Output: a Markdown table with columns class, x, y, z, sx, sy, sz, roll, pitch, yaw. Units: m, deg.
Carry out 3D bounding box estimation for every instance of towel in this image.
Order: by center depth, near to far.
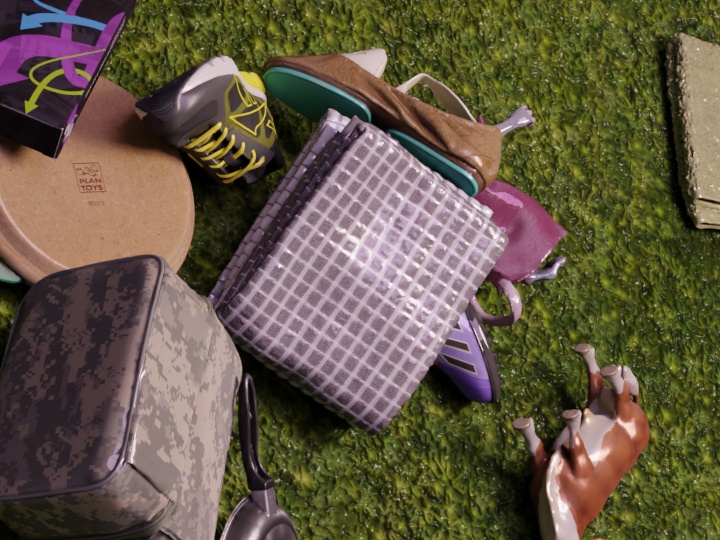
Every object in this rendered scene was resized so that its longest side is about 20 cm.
| class | x | y | z | sx | sy | sz | roll | pitch | yaw |
| --- | --- | --- | --- | --- | --- | --- | --- | --- | --- |
| towel | 0.000 | 0.000 | 1.755 | 0.166 | 0.086 | 0.200 | 35 | 84 | -15 |
| towel | 0.348 | -0.121 | 2.174 | 0.148 | 0.036 | 0.200 | 13 | 60 | -31 |

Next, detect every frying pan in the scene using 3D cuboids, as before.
| class | x | y | z | sx | sy | sz | roll | pitch | yaw |
| --- | --- | --- | --- | --- | --- | --- | --- | --- | --- |
| frying pan | -0.065 | 0.178 | 1.648 | 0.115 | 0.031 | 0.190 | 35 | 63 | -63 |

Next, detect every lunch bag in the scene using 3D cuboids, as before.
| class | x | y | z | sx | sy | sz | roll | pitch | yaw |
| --- | --- | --- | --- | --- | --- | --- | --- | --- | --- |
| lunch bag | -0.156 | 0.115 | 1.592 | 0.168 | 0.139 | 0.200 | 46 | 42 | -42 |

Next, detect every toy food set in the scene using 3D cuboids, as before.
| class | x | y | z | sx | sy | sz | roll | pitch | yaw |
| --- | --- | --- | --- | --- | --- | --- | --- | --- | --- |
| toy food set | -0.209 | -0.057 | 1.702 | 0.200 | 0.049 | 0.198 | -24 | 83 | -43 |

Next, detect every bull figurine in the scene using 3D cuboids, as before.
| class | x | y | z | sx | sy | sz | roll | pitch | yaw |
| --- | --- | --- | --- | --- | --- | --- | --- | --- | --- |
| bull figurine | 0.175 | 0.151 | 1.865 | 0.200 | 0.065 | 0.122 | -50 | 133 | -50 |

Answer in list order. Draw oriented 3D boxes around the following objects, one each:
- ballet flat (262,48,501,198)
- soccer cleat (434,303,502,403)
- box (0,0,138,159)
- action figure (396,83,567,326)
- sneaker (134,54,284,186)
| class | x | y | z | sx | sy | sz | roll | pitch | yaw |
| --- | --- | --- | --- | --- | --- | --- | --- | --- | --- |
| ballet flat | 0.023 | -0.130 | 1.821 | 0.200 | 0.068 | 0.072 | 27 | 64 | 7 |
| soccer cleat | 0.042 | 0.027 | 1.851 | 0.073 | 0.068 | 0.200 | -30 | 94 | -16 |
| box | -0.252 | -0.180 | 1.697 | 0.143 | 0.036 | 0.200 | 21 | 43 | -2 |
| action figure | 0.072 | -0.066 | 1.893 | 0.200 | 0.134 | 0.149 | 44 | 63 | -16 |
| sneaker | -0.101 | -0.107 | 1.747 | 0.085 | 0.074 | 0.200 | 62 | 17 | 6 |
